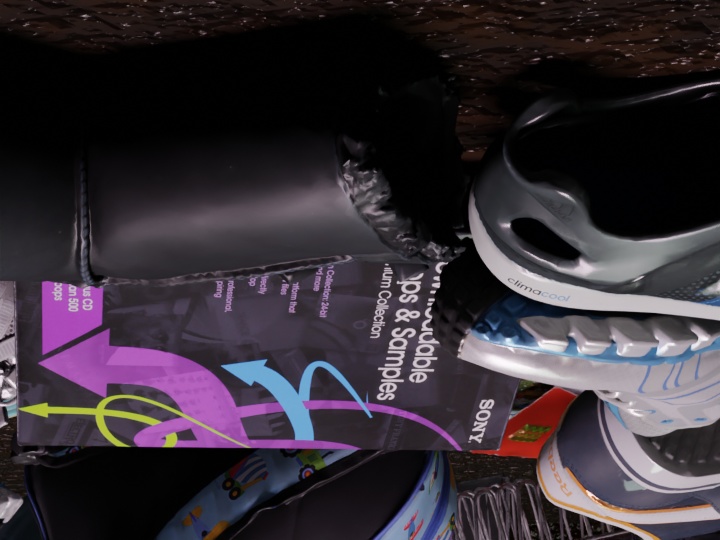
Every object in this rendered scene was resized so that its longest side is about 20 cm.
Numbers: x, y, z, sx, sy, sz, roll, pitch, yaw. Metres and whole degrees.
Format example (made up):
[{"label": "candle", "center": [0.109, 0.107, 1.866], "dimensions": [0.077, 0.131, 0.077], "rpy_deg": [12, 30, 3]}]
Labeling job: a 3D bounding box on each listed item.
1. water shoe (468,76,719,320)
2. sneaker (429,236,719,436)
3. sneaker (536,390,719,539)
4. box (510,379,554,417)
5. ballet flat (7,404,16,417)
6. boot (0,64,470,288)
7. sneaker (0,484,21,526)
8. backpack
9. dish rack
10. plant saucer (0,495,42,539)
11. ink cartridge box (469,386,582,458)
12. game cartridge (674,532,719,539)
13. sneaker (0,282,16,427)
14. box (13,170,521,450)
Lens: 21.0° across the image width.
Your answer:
[{"label": "water shoe", "center": [0.135, -0.021, 0.602], "dimensions": [0.198, 0.072, 0.079], "rpy_deg": [-3, 160, -8]}, {"label": "sneaker", "center": [0.101, 0.028, 0.694], "dimensions": [0.199, 0.075, 0.087], "rpy_deg": [-3, 132, -37]}, {"label": "sneaker", "center": [0.162, 0.071, 0.824], "dimensions": [0.199, 0.079, 0.079], "rpy_deg": [6, 152, -33]}, {"label": "box", "center": [0.110, 0.052, 1.011], "dimensions": [0.199, 0.038, 0.136], "rpy_deg": [9, 156, -40]}, {"label": "ballet flat", "center": [-0.239, 0.025, 0.880], "dimensions": [0.199, 0.070, 0.071], "rpy_deg": [8, -175, -21]}, {"label": "boot", "center": [-0.065, -0.027, 0.556], "dimensions": [0.161, 0.074, 0.198], "rpy_deg": [-2, 177, 20]}, {"label": "sneaker", "center": [-0.221, 0.103, 0.902], "dimensions": [0.075, 0.087, 0.200], "rpy_deg": [-44, 172, -2]}, {"label": "backpack", "center": [-0.043, 0.111, 0.910], "dimensions": [0.199, 0.183, 0.135], "rpy_deg": [-33, 134, 6]}, {"label": "dish rack", "center": [0.064, 0.134, 0.996], "dimensions": [0.153, 0.055, 0.200], "rpy_deg": [-8, 174, -35]}, {"label": "plant saucer", "center": [-0.114, 0.177, 1.003], "dimensions": [0.199, 0.201, 0.028], "rpy_deg": [4, 131, -21]}, {"label": "ink cartridge box", "center": [0.175, 0.067, 0.952], "dimensions": [0.161, 0.050, 0.200], "rpy_deg": [9, 142, -39]}, {"label": "game cartridge", "center": [0.213, 0.116, 0.883], "dimensions": [0.133, 0.041, 0.200], "rpy_deg": [1, -170, 32]}, {"label": "sneaker", "center": [-0.157, 0.024, 0.794], "dimensions": [0.199, 0.083, 0.074], "rpy_deg": [9, 166, -40]}, {"label": "box", "center": [-0.031, 0.017, 0.738], "dimensions": [0.198, 0.036, 0.143], "rpy_deg": [0, 142, -8]}]
